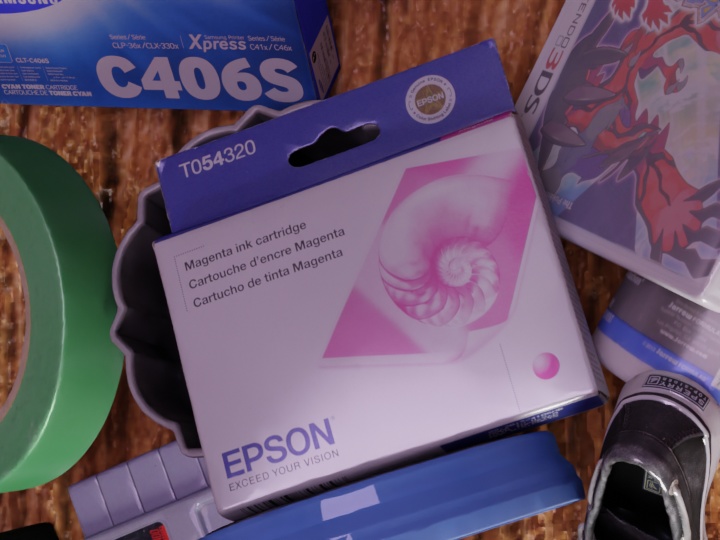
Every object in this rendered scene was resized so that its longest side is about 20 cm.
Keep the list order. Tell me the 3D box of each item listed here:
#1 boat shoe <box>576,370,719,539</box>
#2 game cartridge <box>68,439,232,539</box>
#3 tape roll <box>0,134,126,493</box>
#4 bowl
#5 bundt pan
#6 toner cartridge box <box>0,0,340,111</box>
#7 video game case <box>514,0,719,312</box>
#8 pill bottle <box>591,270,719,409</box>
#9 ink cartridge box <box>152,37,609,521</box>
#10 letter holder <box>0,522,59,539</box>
[{"bbox_3d":[0.136,0.140,0.872,0.073,0.068,0.200,21,138,17],"label":"boat shoe"},{"bbox_3d":[-0.077,0.192,1.013,0.129,0.038,0.201,-23,82,11],"label":"game cartridge"},{"bbox_3d":[-0.215,0.024,1.018,0.200,0.048,0.202,0,91,39],"label":"tape roll"},{"bbox_3d":[0.010,0.124,0.897,0.200,0.201,0.040,-20,81,16],"label":"bowl"},{"bbox_3d":[-0.026,0.017,0.966,0.201,0.076,0.203,-4,75,15],"label":"bundt pan"},{"bbox_3d":[-0.118,-0.137,1.002,0.199,0.043,0.095,3,133,18],"label":"toner cartridge box"},{"bbox_3d":[0.149,-0.092,0.885,0.200,0.023,0.183,31,96,57],"label":"video game case"},{"bbox_3d":[0.206,-0.021,0.886,0.114,0.114,0.201,31,97,16],"label":"pill bottle"},{"bbox_3d":[0.000,0.000,0.902,0.196,0.043,0.201,-20,74,11],"label":"ink cartridge box"},{"bbox_3d":[-0.206,0.266,1.017,0.142,0.101,0.201,-32,79,16],"label":"letter holder"}]
